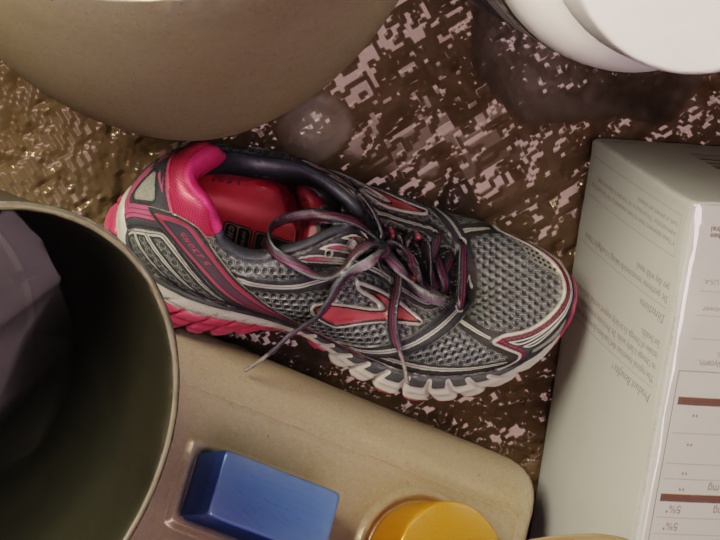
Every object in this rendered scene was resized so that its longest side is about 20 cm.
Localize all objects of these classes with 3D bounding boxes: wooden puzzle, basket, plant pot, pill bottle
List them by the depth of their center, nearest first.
[{"bbox_3d":[-0.160,0.034,0.678,0.136,0.200,0.181,39,92,-23],"label":"basket"},{"bbox_3d":[-0.064,-0.126,0.680,0.199,0.201,0.135,-13,146,-9],"label":"plant pot"},{"bbox_3d":[0.089,-0.136,0.687,0.115,0.200,0.117,-4,107,-12],"label":"pill bottle"},{"bbox_3d":[-0.018,0.141,0.754,0.184,0.046,0.201,23,68,-24],"label":"wooden puzzle"}]

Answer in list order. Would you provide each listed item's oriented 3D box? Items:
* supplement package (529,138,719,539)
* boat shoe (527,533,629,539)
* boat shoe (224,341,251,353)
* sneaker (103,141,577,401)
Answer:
[{"bbox_3d":[0.155,0.057,0.805,0.117,0.117,0.201,3,106,-16],"label":"supplement package"},{"bbox_3d":[0.025,0.159,0.715,0.199,0.072,0.065,-21,98,-25],"label":"boat shoe"},{"bbox_3d":[-0.057,0.137,0.795,0.070,0.091,0.202,0,106,-13],"label":"boat shoe"},{"bbox_3d":[0.000,0.000,0.755,0.199,0.075,0.081,9,64,-23],"label":"sneaker"}]
